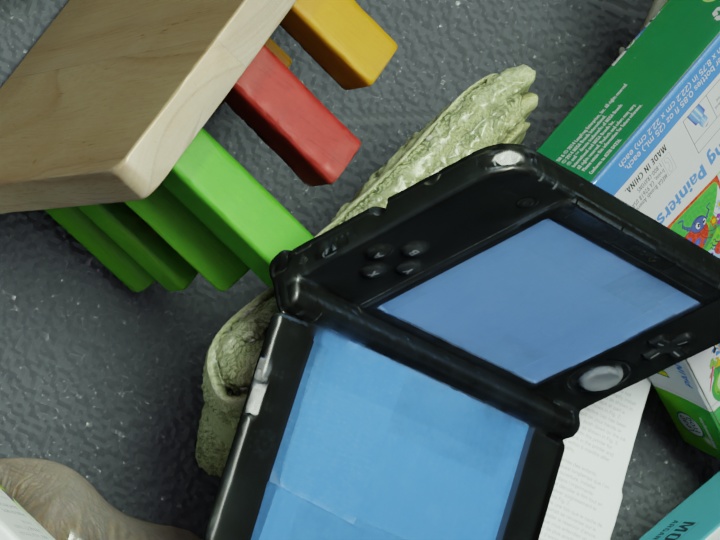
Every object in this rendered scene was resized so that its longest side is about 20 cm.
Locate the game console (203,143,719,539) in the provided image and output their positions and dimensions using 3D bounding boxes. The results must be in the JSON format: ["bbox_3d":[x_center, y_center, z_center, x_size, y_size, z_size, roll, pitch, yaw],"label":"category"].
[{"bbox_3d":[0.055,0.060,1.111,0.200,0.175,0.117,26,45,-48],"label":"game console"}]

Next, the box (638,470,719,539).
[{"bbox_3d":[0.152,0.151,1.213,0.200,0.049,0.083,-37,103,-22],"label":"box"}]

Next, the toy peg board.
[{"bbox_3d":[-0.056,-0.081,1.177,0.098,0.200,0.200,44,68,-23],"label":"toy peg board"}]

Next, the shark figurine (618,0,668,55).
[{"bbox_3d":[0.130,-0.060,1.280,0.128,0.089,0.215,-31,126,-22],"label":"shark figurine"}]

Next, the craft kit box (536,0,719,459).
[{"bbox_3d":[0.184,-0.048,1.236,0.200,0.048,0.198,-48,130,-17],"label":"craft kit box"}]

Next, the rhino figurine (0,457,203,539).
[{"bbox_3d":[-0.131,0.127,1.175,0.199,0.060,0.088,28,77,-5],"label":"rhino figurine"}]

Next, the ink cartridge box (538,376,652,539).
[{"bbox_3d":[0.053,0.112,1.235,0.109,0.050,0.201,25,70,-20],"label":"ink cartridge box"}]

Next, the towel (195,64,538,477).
[{"bbox_3d":[0.000,0.000,1.201,0.036,0.148,0.200,40,72,7],"label":"towel"}]

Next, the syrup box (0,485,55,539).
[{"bbox_3d":[-0.201,0.089,1.112,0.200,0.081,0.079,44,88,9],"label":"syrup box"}]
